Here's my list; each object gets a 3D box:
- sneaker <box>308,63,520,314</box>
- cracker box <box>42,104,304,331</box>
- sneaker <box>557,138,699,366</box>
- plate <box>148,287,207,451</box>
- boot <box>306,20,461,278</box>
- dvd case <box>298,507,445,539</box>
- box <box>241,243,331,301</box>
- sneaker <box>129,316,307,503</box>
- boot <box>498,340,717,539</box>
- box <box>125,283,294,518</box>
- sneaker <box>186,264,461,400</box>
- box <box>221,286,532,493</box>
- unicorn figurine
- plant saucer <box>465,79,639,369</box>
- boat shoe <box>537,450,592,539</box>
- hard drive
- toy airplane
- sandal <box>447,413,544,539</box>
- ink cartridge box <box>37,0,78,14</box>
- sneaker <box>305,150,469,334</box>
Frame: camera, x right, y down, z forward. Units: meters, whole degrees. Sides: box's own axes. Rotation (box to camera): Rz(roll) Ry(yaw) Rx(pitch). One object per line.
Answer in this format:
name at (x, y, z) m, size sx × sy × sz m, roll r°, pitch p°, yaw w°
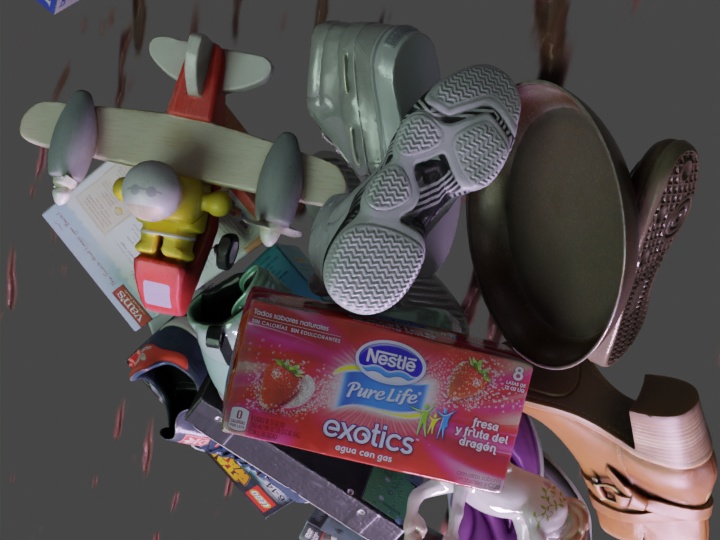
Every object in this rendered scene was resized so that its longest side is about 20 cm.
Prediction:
sneaker at (0.029, -0.058, 1.067) m, size 0.075 × 0.200 × 0.115 m, roll 37°, pitch 168°, yaw -14°
cracker box at (-0.162, -0.051, 1.301) m, size 0.200 × 0.058 × 0.134 m, roll -32°, pitch 99°, yaw 36°
sneaker at (0.173, -0.018, 1.070) m, size 0.076 × 0.070 × 0.200 m, roll 34°, pitch 135°, yaw 24°
plate at (-0.101, 0.094, 1.406) m, size 0.199 × 0.032 × 0.200 m, roll 8°, pitch 126°, yaw 36°
boot at (0.015, -0.095, 1.149) m, size 0.096 × 0.074 × 0.200 m, roll 17°, pitch 125°, yaw 39°
dvd case at (0.051, 0.252, 1.313) m, size 0.200 × 0.146 × 0.022 m, roll 28°, pitch 101°, yaw 6°
box at (-0.014, 0.067, 1.246) m, size 0.049 × 0.082 × 0.200 m, roll -43°, pitch 81°, yaw 8°
sneaker at (-0.119, 0.137, 1.307) m, size 0.200 × 0.085 × 0.075 m, roll 46°, pitch 137°, yaw 0°
boot at (0.181, 0.140, 1.187) m, size 0.200 × 0.074 × 0.155 m, roll 17°, pitch 138°, yaw 36°
box at (-0.109, 0.122, 1.380) m, size 0.200 × 0.040 × 0.137 m, roll 48°, pitch 139°, yaw -2°
sneaker at (-0.031, 0.043, 1.139) m, size 0.200 × 0.074 × 0.118 m, roll -12°, pitch 136°, yaw 13°
box at (0.008, 0.080, 1.063) m, size 0.200 × 0.100 × 0.096 m, roll 13°, pitch 94°, yaw -5°
unicorn figurine at (0.096, 0.167, 1.171) m, size 0.200 × 0.137 × 0.074 m, roll 37°, pitch 161°, yaw -27°
plant saucer at (0.135, -0.033, 1.056) m, size 0.200 × 0.032 × 0.200 m, roll 28°, pitch 122°, yaw 59°
boat shoe at (0.162, 0.239, 1.287) m, size 0.067 × 0.057 × 0.200 m, roll -3°, pitch 119°, yaw 41°
hard drive at (-0.036, 0.126, 1.267) m, size 0.200 × 0.140 × 0.038 m, roll 33°, pitch 128°, yaw -8°
toy airplane at (-0.136, -0.082, 1.151) m, size 0.200 × 0.141 × 0.199 m, roll -32°, pitch 95°, yaw 20°
sandal at (0.106, 0.194, 1.225) m, size 0.082 × 0.203 × 0.050 m, roll 5°, pitch 173°, yaw 1°
ink cartridge box at (-0.244, -0.308, 1.199) m, size 0.094 × 0.044 × 0.200 m, roll 39°, pitch 138°, yaw 11°
sneaker at (0.000, 0.000, 1.220) m, size 0.082 × 0.074 × 0.200 m, roll -24°, pitch 104°, yaw 43°
